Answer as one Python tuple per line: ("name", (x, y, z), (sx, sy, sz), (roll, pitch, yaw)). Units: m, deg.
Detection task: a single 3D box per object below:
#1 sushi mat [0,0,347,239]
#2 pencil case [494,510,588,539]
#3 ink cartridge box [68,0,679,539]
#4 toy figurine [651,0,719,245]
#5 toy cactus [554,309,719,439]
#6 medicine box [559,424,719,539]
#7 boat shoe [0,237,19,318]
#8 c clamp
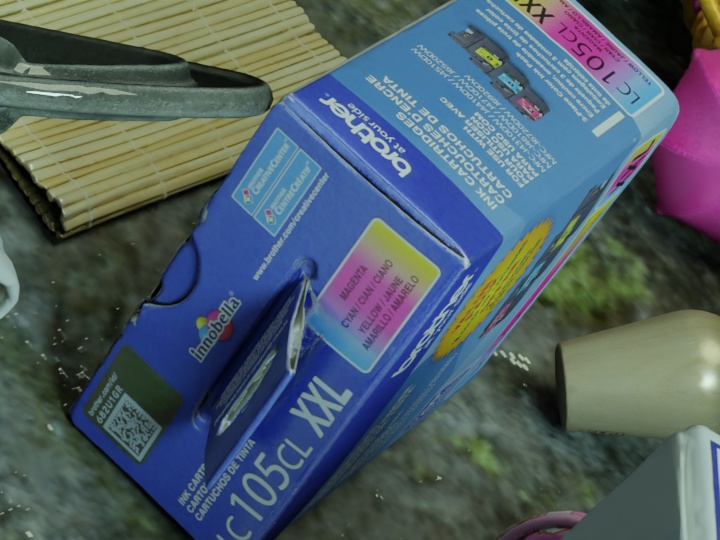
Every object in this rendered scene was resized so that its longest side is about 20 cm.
("sushi mat", (-0.070, -0.071, 0.995), (0.096, 0.012, 0.200), (49, 33, 11))
("pencil case", (0.124, 0.122, 0.922), (0.199, 0.086, 0.083), (10, 78, -40))
("ink cartridge box", (0.000, 0.000, 0.874), (0.076, 0.137, 0.200), (42, 32, 10))
("toy figurine", (0.154, -0.089, 1.187), (0.200, 0.150, 0.185), (34, 39, -60))
("toy cactus", (0.151, 0.042, 1.013), (0.164, 0.103, 0.200), (-5, 10, -2))
("medicine box", (0.107, 0.168, 0.754), (0.200, 0.182, 0.103), (31, 34, -18))
("boat shoe", (-0.161, 0.000, 0.763), (0.069, 0.071, 0.200), (52, 32, 17))
("c clamp", (-0.132, -0.059, 0.807), (0.199, 0.027, 0.171), (12, 8, 34))
